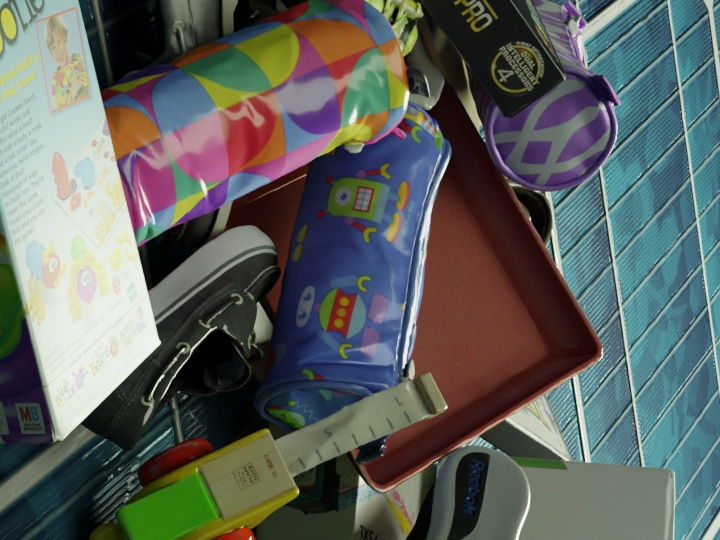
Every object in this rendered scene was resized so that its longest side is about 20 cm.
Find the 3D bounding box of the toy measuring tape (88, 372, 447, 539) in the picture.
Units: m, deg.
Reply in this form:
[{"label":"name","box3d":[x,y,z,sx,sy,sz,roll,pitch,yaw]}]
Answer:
[{"label":"toy measuring tape","box3d":[-0.051,0.108,1.337,0.074,0.199,0.074,60,-13,24]}]

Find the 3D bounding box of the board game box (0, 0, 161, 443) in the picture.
[{"label":"board game box","box3d":[-0.175,-0.036,1.129,0.105,0.102,0.201,-46,129,-58]}]

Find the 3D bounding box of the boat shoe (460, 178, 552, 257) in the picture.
[{"label":"boat shoe","box3d":[0.081,-0.026,1.647,0.072,0.060,0.201,60,14,0]}]

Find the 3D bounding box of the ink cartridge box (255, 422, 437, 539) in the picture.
[{"label":"ink cartridge box","box3d":[-0.008,0.151,1.525,0.116,0.067,0.201,39,52,-59]}]

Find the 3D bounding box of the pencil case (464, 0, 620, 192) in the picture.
[{"label":"pencil case","box3d":[0.112,-0.113,1.588,0.084,0.085,0.200,59,9,-19]}]

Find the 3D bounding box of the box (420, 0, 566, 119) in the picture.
[{"label":"box","box3d":[0.047,-0.192,1.501,0.161,0.049,0.200,51,11,-20]}]

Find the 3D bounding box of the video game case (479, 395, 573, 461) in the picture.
[{"label":"video game case","box3d":[0.066,0.032,1.665,0.200,0.025,0.182,35,30,-61]}]

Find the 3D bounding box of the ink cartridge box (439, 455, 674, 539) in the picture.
[{"label":"ink cartridge box","box3d":[0.115,0.178,1.628,0.200,0.144,0.085,91,3,-75]}]

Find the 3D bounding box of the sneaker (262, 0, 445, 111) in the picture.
[{"label":"sneaker","box3d":[-0.005,-0.156,1.409,0.076,0.076,0.200,-63,152,-17]}]

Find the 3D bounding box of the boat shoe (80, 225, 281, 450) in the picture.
[{"label":"boat shoe","box3d":[-0.086,0.038,1.333,0.070,0.066,0.200,-54,171,29]}]

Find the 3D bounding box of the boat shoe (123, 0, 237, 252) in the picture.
[{"label":"boat shoe","box3d":[-0.103,-0.109,1.380,0.062,0.073,0.202,-1,95,-23]}]

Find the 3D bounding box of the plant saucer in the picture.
[{"label":"plant saucer","box3d":[0.021,0.007,1.495,0.199,0.037,0.201,-28,87,-37]}]

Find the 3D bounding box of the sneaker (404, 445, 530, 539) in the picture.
[{"label":"sneaker","box3d":[0.039,0.199,1.417,0.200,0.073,0.112,-62,176,-50]}]

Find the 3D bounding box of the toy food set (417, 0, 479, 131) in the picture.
[{"label":"toy food set","box3d":[0.032,-0.167,1.677,0.144,0.060,0.201,-84,158,-46]}]

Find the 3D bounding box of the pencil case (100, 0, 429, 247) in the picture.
[{"label":"pencil case","box3d":[-0.063,-0.075,1.312,0.199,0.088,0.089,-24,113,-30]}]

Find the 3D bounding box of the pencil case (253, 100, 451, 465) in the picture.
[{"label":"pencil case","box3d":[0.000,0.000,1.409,0.078,0.086,0.201,63,33,-57]}]

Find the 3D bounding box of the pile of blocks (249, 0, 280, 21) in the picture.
[{"label":"pile of blocks","box3d":[-0.034,-0.164,1.500,0.082,0.062,0.200,-57,149,-26]}]
